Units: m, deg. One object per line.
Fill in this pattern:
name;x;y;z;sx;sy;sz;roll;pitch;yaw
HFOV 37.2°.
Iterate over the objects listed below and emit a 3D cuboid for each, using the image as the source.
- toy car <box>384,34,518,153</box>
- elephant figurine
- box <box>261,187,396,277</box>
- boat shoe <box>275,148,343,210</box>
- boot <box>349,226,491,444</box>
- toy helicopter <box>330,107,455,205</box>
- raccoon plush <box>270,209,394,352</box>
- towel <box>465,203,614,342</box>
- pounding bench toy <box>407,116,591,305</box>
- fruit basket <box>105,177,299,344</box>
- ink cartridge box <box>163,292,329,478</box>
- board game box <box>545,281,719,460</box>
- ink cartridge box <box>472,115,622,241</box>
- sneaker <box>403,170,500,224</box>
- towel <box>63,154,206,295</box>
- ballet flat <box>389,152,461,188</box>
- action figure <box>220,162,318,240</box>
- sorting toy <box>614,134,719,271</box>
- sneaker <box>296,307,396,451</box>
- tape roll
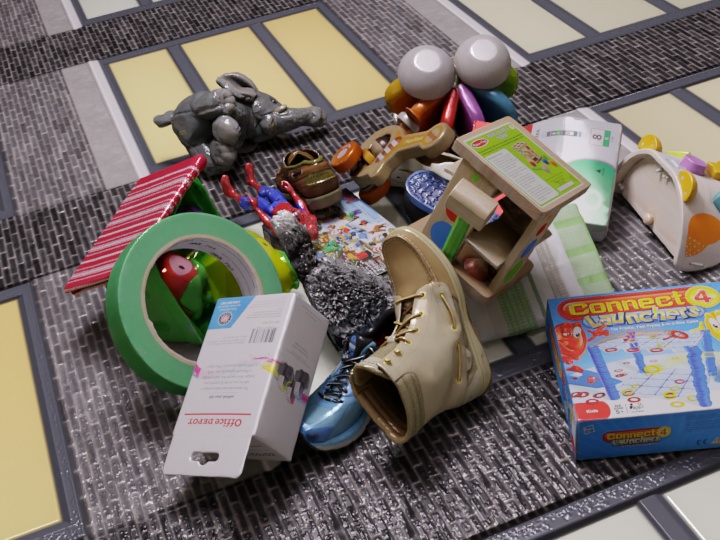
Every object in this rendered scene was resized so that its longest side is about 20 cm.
toy car;0.140;-0.234;1.550;0.197;0.176;0.152;-11;66;-6
elephant figurine;-0.180;-0.233;1.645;0.141;0.156;0.199;-36;-1;43
box;-0.023;-0.028;1.386;0.135;0.038;0.200;-25;39;-22
boat shoe;-0.074;-0.136;1.474;0.071;0.069;0.200;-23;18;-17
boot;0.044;0.063;1.109;0.072;0.202;0.155;-22;1;45
toy helicopter;0.060;-0.167;1.410;0.199;0.079;0.133;-4;45;56
raccoon plush;0.000;0.000;1.225;0.133;0.202;0.097;-29;25;-7
towel;0.190;0.006;1.273;0.197;0.031;0.151;-12;64;-9
pounding bench toy;0.126;-0.050;1.164;0.124;0.157;0.199;41;36;16
fruit basket;-0.184;-0.011;1.320;0.213;0.157;0.217;-21;31;13
ink cartridge box;-0.117;0.129;1.108;0.114;0.068;0.202;-5;57;36
board game box;0.308;0.102;1.130;0.197;0.056;0.197;-6;36;3
ink cartridge box;0.233;-0.131;1.400;0.197;0.050;0.163;11;63;8
sneaker;0.133;-0.044;1.357;0.070;0.078;0.200;-38;68;-20
towel;-0.272;-0.055;1.308;0.144;0.022;0.201;-14;40;46
ballet flat;0.094;-0.145;1.488;0.198;0.068;0.062;10;0;23
action figure;-0.114;-0.086;1.414;0.065;0.052;0.200;-25;41;-27
sorting toy;0.444;-0.094;1.358;0.178;0.108;0.201;3;33;-18
sneaker;-0.011;0.109;1.152;0.078;0.091;0.200;20;47;33
tape roll;-0.183;0.038;1.202;0.200;0.202;0.048;-36;7;-34
